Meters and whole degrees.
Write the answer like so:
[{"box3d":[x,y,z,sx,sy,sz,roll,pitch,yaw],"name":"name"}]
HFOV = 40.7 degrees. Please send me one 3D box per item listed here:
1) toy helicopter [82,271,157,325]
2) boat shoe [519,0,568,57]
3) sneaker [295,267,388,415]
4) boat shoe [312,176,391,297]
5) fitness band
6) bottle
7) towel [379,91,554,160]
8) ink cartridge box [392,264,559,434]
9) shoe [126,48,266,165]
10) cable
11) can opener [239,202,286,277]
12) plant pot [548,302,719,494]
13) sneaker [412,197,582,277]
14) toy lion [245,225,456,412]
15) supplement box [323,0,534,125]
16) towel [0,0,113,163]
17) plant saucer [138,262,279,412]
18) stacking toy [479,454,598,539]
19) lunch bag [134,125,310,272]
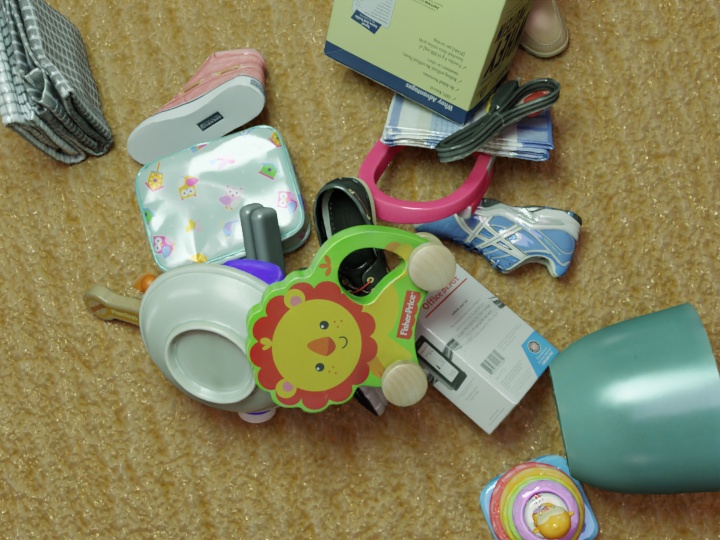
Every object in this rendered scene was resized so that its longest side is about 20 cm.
[{"box3d":[-0.250,0.049,1.148,0.199,0.133,0.079,12,51,24],"name":"toy helicopter"},{"box3d":[0.195,-0.357,1.204,0.071,0.065,0.201,-28,78,-1],"name":"boat shoe"},{"box3d":[-0.011,0.070,1.121,0.080,0.074,0.200,-39,113,-13],"name":"sneaker"},{"box3d":[-0.003,0.001,1.038,0.073,0.063,0.203,-13,97,22],"name":"boat shoe"},{"box3d":[0.078,-0.116,1.130,0.143,0.038,0.200,13,42,18],"name":"fitness band"},{"box3d":[-0.122,0.084,1.098,0.083,0.201,0.065,6,36,9],"name":"bottle"},{"box3d":[0.129,-0.178,1.157,0.199,0.147,0.024,6,124,5],"name":"towel"},{"box3d":[0.111,0.073,1.105,0.200,0.068,0.116,41,45,11],"name":"ink cartridge box"},{"box3d":[-0.202,-0.205,1.216,0.199,0.072,0.091,-24,40,21],"name":"shoe"},{"box3d":[0.160,-0.163,1.081,0.097,0.051,0.200,4,37,33],"name":"cable"},{"box3d":[-0.098,0.016,1.135,0.066,0.053,0.201,-26,117,-32],"name":"can opener"},{"box3d":[0.292,0.148,1.043,0.160,0.201,0.202,-12,79,9],"name":"plant pot"},{"box3d":[0.158,-0.040,1.144,0.199,0.076,0.078,7,83,11],"name":"sneaker"},{"box3d":[-0.018,0.049,0.982,0.190,0.069,0.201,11,104,-11],"name":"toy lion"},{"box3d":[0.087,-0.316,1.114,0.199,0.200,0.134,30,45,13],"name":"supplement box"},{"box3d":[-0.372,-0.234,1.165,0.085,0.200,0.167,-18,80,1],"name":"towel"},{"box3d":[-0.152,0.087,1.036,0.199,0.201,0.050,15,38,8],"name":"plant saucer"},{"box3d":[0.193,0.259,1.023,0.116,0.200,0.110,-25,79,1],"name":"stacking toy"},{"box3d":[-0.168,-0.074,1.180,0.199,0.077,0.161,-19,80,2],"name":"lunch bag"}]
